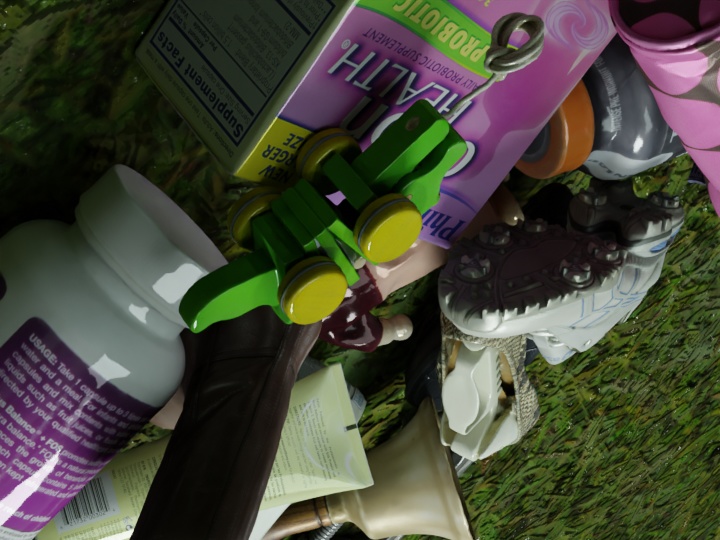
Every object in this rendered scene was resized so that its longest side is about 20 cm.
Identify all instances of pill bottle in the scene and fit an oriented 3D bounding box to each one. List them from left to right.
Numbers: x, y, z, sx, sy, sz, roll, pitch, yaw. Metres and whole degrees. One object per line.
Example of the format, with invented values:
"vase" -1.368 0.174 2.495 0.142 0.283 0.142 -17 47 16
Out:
"pill bottle" -0.155 0.049 0.684 0.200 0.112 0.112 -44 146 6
"pill bottle" 0.170 -0.117 0.826 0.199 0.106 0.107 -23 143 -25

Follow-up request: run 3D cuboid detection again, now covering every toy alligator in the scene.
"toy alligator" 0.009 -0.032 0.628 0.200 0.059 0.054 -39 147 -2

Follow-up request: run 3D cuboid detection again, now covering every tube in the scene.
"tube" -0.094 0.122 0.841 0.198 0.052 0.058 -18 138 -9

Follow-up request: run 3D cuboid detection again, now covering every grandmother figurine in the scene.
"grandmother figurine" 0.000 0.000 0.839 0.199 0.061 0.122 -31 121 -9

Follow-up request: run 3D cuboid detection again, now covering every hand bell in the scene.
"hand bell" -0.031 0.163 0.954 0.198 0.105 0.104 -18 145 2

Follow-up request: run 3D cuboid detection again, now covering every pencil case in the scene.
"pencil case" 0.184 -0.095 0.706 0.090 0.095 0.200 -5 152 25

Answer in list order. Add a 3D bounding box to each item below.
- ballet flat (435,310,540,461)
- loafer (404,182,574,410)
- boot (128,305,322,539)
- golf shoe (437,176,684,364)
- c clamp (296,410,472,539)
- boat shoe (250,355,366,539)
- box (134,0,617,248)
"ballet flat" 0.072 0.072 0.884 0.201 0.067 0.076 77 30 -57
"loafer" 0.091 0.021 0.943 0.071 0.063 0.200 11 141 -28
"boot" -0.091 0.102 0.716 0.064 0.201 0.186 28 138 -16
"golf shoe" 0.111 0.017 0.784 0.199 0.078 0.098 -20 128 -46
"c clamp" 0.011 0.170 1.064 0.200 0.027 0.171 -46 146 8
"boat shoe" -0.084 0.134 0.899 0.201 0.071 0.070 -49 -175 3
"box" 0.027 -0.130 0.678 0.200 0.097 0.175 -51 145 16
